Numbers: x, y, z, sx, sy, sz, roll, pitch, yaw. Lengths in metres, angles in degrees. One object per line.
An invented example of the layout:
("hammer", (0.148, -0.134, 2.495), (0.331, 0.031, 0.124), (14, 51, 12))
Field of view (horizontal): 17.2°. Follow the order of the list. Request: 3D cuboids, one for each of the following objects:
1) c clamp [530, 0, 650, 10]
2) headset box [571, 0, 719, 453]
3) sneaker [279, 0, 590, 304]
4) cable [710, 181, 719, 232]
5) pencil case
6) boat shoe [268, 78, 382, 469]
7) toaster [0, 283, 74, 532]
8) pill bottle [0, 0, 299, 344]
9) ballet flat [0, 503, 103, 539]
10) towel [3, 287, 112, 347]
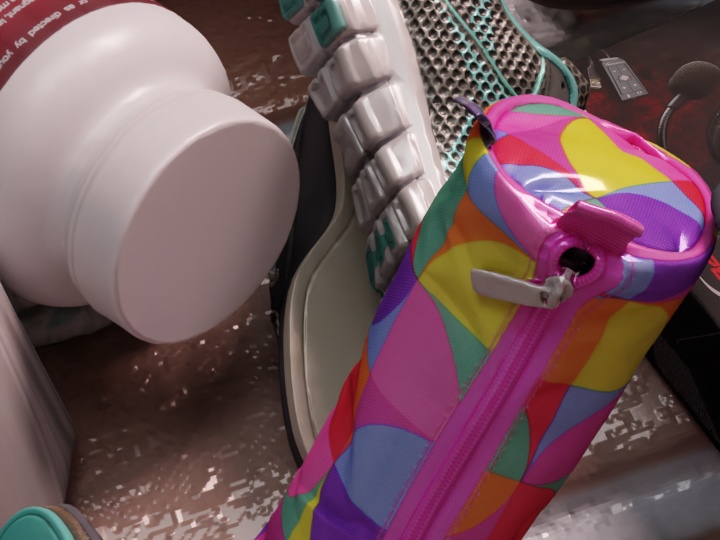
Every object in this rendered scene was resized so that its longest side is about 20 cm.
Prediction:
("c clamp", (0.116, -0.127, 0.880), (0.198, 0.171, 0.027), (-13, 77, 21))
("headset box", (0.180, -0.038, 0.847), (0.199, 0.075, 0.149), (-23, 46, -10))
("sneaker", (0.042, -0.038, 0.806), (0.091, 0.078, 0.202), (-15, 84, -16))
("cable", (0.167, 0.027, 0.718), (0.051, 0.199, 0.165), (0, 74, 49))
("pencil case", (0.031, 0.041, 0.717), (0.088, 0.201, 0.089), (19, 31, -12))
("boat shoe", (0.000, 0.000, 0.872), (0.072, 0.063, 0.201), (15, 58, -18))
("toaster", (-0.171, 0.076, 0.776), (0.113, 0.130, 0.201), (2, 48, 15))
("pill bottle", (-0.119, -0.059, 0.844), (0.113, 0.113, 0.199), (-40, 53, -24))
("ballet flat", (-0.071, 0.164, 0.717), (0.072, 0.073, 0.201), (-15, 51, -2))
("towel", (-0.180, -0.027, 0.935), (0.198, 0.048, 0.172), (-17, 49, -4))
